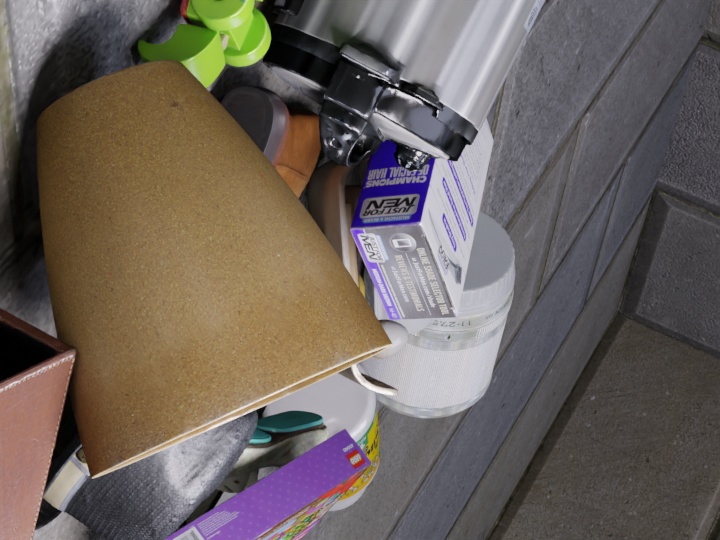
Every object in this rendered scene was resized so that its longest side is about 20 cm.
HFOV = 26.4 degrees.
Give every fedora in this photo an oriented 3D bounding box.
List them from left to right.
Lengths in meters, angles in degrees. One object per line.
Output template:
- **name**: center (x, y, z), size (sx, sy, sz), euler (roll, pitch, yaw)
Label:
- **fedora**: center (-0.139, 0.127, 1.075), size (0.201, 0.092, 0.201), euler (-48, 178, -3)

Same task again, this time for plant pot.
- **plant pot**: center (-0.105, -0.010, 0.879), size (0.185, 0.201, 0.186), euler (-23, 175, -2)

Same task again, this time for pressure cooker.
- **pressure cooker**: center (0.026, -0.168, 1.112), size (0.175, 0.178, 0.201), euler (24, 93, -43)

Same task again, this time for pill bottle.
- **pill bottle**: center (-0.036, 0.169, 1.545), size (0.113, 0.112, 0.200), euler (-58, 163, -25)

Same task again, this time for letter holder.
- **letter holder**: center (-0.249, 0.127, 0.812), size (0.142, 0.100, 0.201), euler (-32, 143, -60)

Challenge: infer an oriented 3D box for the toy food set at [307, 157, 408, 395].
- **toy food set**: center (0.000, 0.000, 1.296), size (0.143, 0.060, 0.201), euler (-168, -105, -77)

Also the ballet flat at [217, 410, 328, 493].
- **ballet flat**: center (-0.089, 0.151, 1.231), size (0.200, 0.067, 0.063), euler (3, 98, -55)

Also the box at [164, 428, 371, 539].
- **box**: center (-0.095, 0.208, 1.188), size (0.200, 0.039, 0.137), euler (-27, 163, -43)

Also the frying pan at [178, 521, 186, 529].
- **frying pan**: center (-0.208, 0.282, 1.229), size (0.114, 0.031, 0.191), euler (2, 106, -27)

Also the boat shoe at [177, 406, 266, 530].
- **boat shoe**: center (-0.135, 0.156, 1.293), size (0.063, 0.071, 0.201), euler (90, 24, -62)

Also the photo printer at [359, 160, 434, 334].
- **photo printer**: center (0.036, -0.060, 1.415), size (0.200, 0.069, 0.167), euler (86, 0, -58)

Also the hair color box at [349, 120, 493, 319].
- **hair color box**: center (0.053, -0.071, 1.233), size (0.110, 0.064, 0.201), euler (66, 28, -43)

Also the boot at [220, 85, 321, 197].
- **boot**: center (-0.095, -0.047, 1.175), size (0.200, 0.068, 0.189), euler (8, 99, -81)

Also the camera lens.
- **camera lens**: center (0.076, 0.045, 1.643), size (0.160, 0.159, 0.201), euler (-50, 158, -44)

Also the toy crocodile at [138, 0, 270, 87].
- **toy crocodile**: center (-0.077, -0.201, 0.982), size (0.068, 0.061, 0.201), euler (62, 49, -70)
